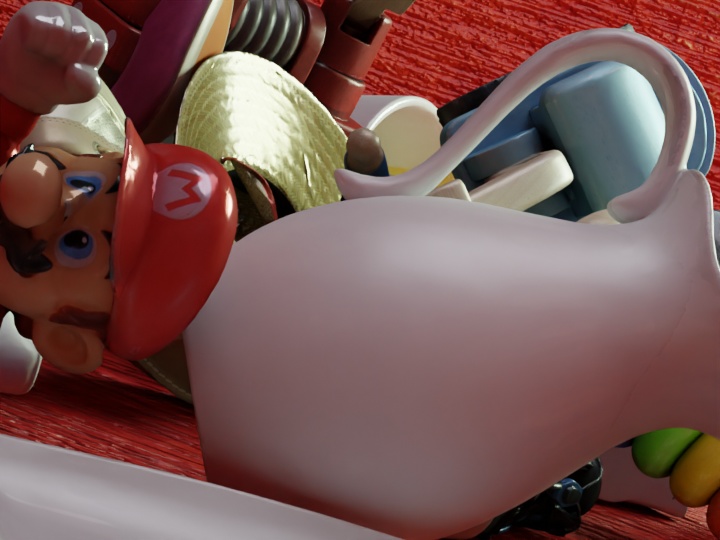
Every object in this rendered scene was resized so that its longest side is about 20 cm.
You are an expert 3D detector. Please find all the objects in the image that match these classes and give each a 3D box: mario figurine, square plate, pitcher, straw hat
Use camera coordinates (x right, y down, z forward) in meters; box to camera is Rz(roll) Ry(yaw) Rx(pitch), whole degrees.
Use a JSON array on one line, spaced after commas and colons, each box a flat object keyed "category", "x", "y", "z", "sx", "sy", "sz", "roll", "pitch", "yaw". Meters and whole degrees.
[{"category": "mario figurine", "x": -0.139, "y": -0.018, "z": 0.751, "sx": 0.199, "sy": 0.124, "sz": 0.106, "roll": -3, "pitch": 15, "yaw": 12}, {"category": "square plate", "x": -0.020, "y": 0.100, "z": 0.648, "sx": 0.199, "sy": 0.029, "sz": 0.198, "roll": 17, "pitch": 5, "yaw": -18}, {"category": "pitcher", "x": 0.035, "y": 0.006, "z": 0.819, "sx": 0.199, "sy": 0.172, "sz": 0.121, "roll": -10, "pitch": -18, "yaw": -4}, {"category": "straw hat", "x": -0.064, "y": -0.004, "z": 1.140, "sx": 0.085, "sy": 0.202, "sz": 0.201, "roll": -24, "pitch": -17, "yaw": 27}]

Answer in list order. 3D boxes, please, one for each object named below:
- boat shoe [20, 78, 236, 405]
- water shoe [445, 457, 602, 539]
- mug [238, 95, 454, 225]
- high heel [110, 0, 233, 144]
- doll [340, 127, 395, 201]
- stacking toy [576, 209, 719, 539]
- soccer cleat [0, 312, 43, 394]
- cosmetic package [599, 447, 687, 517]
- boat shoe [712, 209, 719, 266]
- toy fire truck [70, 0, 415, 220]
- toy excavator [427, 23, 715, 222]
[{"category": "boat shoe", "x": -0.090, "y": 0.001, "z": 0.947, "sx": 0.200, "sy": 0.072, "sz": 0.065, "roll": 59, "pitch": 7, "yaw": -42}, {"category": "water shoe", "x": 0.066, "y": 0.074, "z": 0.960, "sx": 0.079, "sy": 0.072, "sz": 0.200, "roll": 21, "pitch": 6, "yaw": -1}, {"category": "mug", "x": -0.039, "y": -0.027, "z": 1.434, "sx": 0.153, "sy": 0.187, "sz": 0.149, "roll": 12, "pitch": 34, "yaw": 29}, {"category": "high heel", "x": -0.135, "y": -0.081, "z": 1.134, "sx": 0.096, "sy": 0.201, "sz": 0.067, "roll": 26, "pitch": 3, "yaw": 9}, {"category": "doll", "x": 0.000, "y": 0.000, "z": 1.078, "sx": 0.048, "sy": 0.137, "sz": 0.200, "roll": 0, "pitch": 22, "yaw": 10}, {"category": "stacking toy", "x": 0.148, "y": 0.069, "z": 1.016, "sx": 0.200, "sy": 0.085, "sz": 0.085, "roll": 49, "pitch": 16, "yaw": 19}, {"category": "soccer cleat", "x": -0.155, "y": 0.009, "z": 0.921, "sx": 0.077, "sy": 0.070, "sz": 0.200, "roll": 23, "pitch": 12, "yaw": -8}, {"category": "cosmetic package", "x": 0.084, "y": 0.050, "z": 1.194, "sx": 0.113, "sy": 0.081, "sz": 0.200, "roll": 16, "pitch": 5, "yaw": -35}, {"category": "boat shoe", "x": 0.195, "y": 0.030, "z": 1.209, "sx": 0.086, "sy": 0.202, "sz": 0.075, "roll": -27, "pitch": 55, "yaw": -21}, {"category": "toy fire truck", "x": -0.045, "y": -0.128, "z": 1.218, "sx": 0.176, "sy": 0.200, "sz": 0.129, "roll": 22, "pitch": 11, "yaw": -35}, {"category": "toy excavator", "x": 0.087, "y": -0.049, "z": 1.087, "sx": 0.194, "sy": 0.100, "sz": 0.200, "roll": -25, "pitch": 0, "yaw": -8}]
